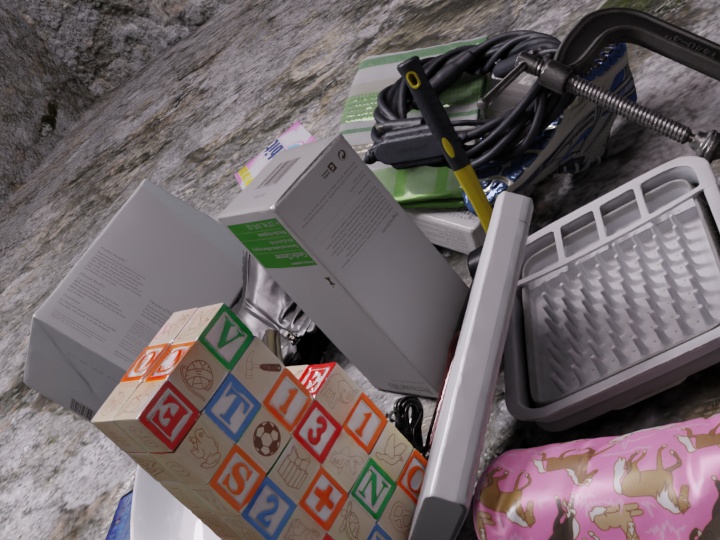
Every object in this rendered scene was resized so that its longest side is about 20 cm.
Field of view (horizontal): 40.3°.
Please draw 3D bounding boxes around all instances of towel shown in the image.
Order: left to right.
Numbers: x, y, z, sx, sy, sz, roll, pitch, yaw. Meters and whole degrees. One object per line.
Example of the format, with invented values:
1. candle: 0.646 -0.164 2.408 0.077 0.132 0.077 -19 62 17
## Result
1. towel: 0.048 -0.134 0.924 0.149 0.031 0.201 -5 53 25

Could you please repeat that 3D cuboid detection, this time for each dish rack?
1. dish rack: 0.176 0.018 0.658 0.171 0.044 0.200 -29 26 24

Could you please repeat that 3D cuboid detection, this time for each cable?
1. cable: 0.101 -0.148 0.841 0.199 0.051 0.163 -8 37 35

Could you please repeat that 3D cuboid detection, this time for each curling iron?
1. curling iron: 0.068 0.053 0.716 0.201 0.049 0.026 -62 19 -17

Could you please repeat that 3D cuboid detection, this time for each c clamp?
1. c clamp: 0.213 -0.134 0.744 0.199 0.027 0.171 25 55 17

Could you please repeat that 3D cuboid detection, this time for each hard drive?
1. hard drive: 0.068 0.069 0.610 0.132 0.027 0.201 95 -169 -59

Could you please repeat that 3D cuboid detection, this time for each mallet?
1. mallet: 0.092 -0.078 0.767 0.066 0.201 0.041 -15 18 26

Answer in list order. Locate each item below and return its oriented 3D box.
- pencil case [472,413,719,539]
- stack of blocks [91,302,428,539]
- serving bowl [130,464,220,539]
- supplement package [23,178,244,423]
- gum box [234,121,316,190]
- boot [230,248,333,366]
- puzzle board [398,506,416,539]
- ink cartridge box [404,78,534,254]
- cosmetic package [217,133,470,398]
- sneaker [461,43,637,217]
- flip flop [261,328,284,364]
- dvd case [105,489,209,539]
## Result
1. pencil case: 0.152 0.116 0.483 0.199 0.086 0.083 -19 70 41
2. stack of blocks: -0.051 0.111 0.607 0.058 0.200 0.115 -12 37 48
3. serving bowl: -0.101 0.155 0.725 0.200 0.066 0.201 -33 49 47
4. supplement package: -0.222 0.048 1.013 0.200 0.151 0.151 -61 3 -38
5. gum box: -0.084 -0.110 1.237 0.113 0.066 0.200 -40 24 1
6. boot: -0.059 0.021 0.931 0.131 0.070 0.201 2 70 47
7. puzzle board: -0.043 0.221 0.674 0.199 0.017 0.151 -25 27 31
8. ink cartridge box: 0.076 -0.112 0.937 0.199 0.045 0.176 20 62 36
9. cosmetic package: 0.000 0.000 0.755 0.085 0.200 0.107 -49 20 -22
10. sneaker: 0.171 -0.109 0.836 0.200 0.085 0.077 -47 33 -10
11. flip flop: -0.051 0.120 0.784 0.200 0.057 0.081 51 126 56
12. dvd case: -0.147 0.197 0.853 0.200 0.018 0.143 -34 19 14
